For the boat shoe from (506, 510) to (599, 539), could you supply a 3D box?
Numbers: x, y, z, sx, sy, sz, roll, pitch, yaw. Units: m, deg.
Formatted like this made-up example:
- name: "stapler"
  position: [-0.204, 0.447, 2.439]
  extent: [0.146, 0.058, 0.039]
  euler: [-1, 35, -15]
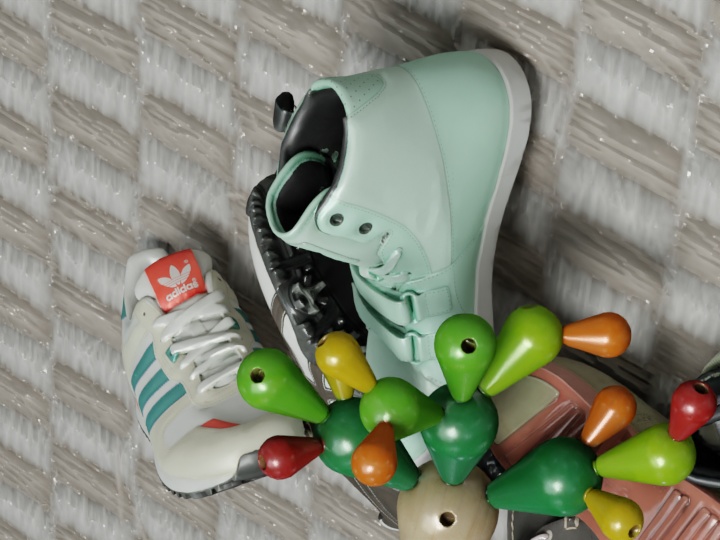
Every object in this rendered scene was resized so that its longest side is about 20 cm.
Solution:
- name: "boat shoe"
  position: [0.096, 0.169, 1.364]
  extent: [0.067, 0.057, 0.201]
  euler: [-39, 58, 48]

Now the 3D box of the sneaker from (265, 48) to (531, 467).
- name: "sneaker"
  position: [0.000, 0.000, 1.310]
  extent: [0.074, 0.118, 0.202]
  euler: [34, 122, 48]

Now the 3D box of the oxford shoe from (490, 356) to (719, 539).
- name: "oxford shoe"
  position: [0.145, 0.109, 1.329]
  extent: [0.200, 0.074, 0.071]
  euler: [48, 120, 14]

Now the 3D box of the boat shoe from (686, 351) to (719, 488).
- name: "boat shoe"
  position: [0.210, 0.070, 1.235]
  extent: [0.199, 0.066, 0.075]
  euler: [8, 123, 41]

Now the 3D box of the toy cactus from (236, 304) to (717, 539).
- name: "toy cactus"
  position: [0.045, 0.087, 1.278]
  extent: [0.199, 0.103, 0.166]
  euler: [2, 137, -5]

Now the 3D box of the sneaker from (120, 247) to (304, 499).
- name: "sneaker"
  position: [-0.083, 0.044, 1.460]
  extent: [0.200, 0.070, 0.094]
  euler: [-139, 31, -70]

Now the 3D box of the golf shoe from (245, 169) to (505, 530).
- name: "golf shoe"
  position: [-0.009, 0.048, 1.431]
  extent: [0.094, 0.078, 0.201]
  euler: [-23, 100, 51]
